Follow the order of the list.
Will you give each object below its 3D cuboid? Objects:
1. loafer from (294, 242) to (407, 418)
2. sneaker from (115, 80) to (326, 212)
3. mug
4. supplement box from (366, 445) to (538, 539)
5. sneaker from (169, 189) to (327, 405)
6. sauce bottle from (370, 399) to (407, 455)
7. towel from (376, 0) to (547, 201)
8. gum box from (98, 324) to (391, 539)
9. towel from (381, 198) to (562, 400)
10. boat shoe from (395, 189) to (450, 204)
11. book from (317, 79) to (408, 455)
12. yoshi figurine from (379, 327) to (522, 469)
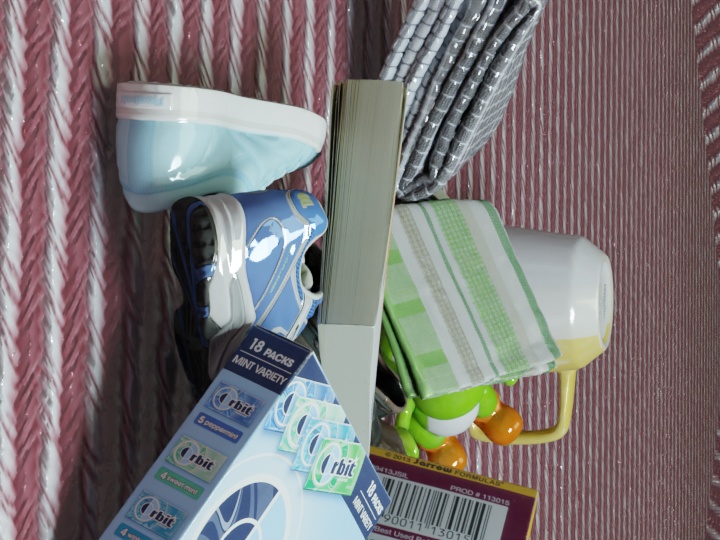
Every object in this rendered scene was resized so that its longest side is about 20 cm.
[{"bbox_3d":[-0.017,0.037,1.178,0.200,0.062,0.072,67,29,-50],"label":"loafer"},{"bbox_3d":[-0.082,-0.059,0.984,0.200,0.074,0.083,1,96,-63],"label":"sneaker"},{"bbox_3d":[0.144,0.041,1.535,0.150,0.152,0.187,-71,155,-46],"label":"mug"},{"bbox_3d":[0.032,0.227,1.141,0.103,0.130,0.201,-69,169,-48],"label":"supplement box"},{"bbox_3d":[-0.059,0.031,0.953,0.200,0.077,0.076,99,-30,-53],"label":"sneaker"},{"bbox_3d":[0.006,0.144,1.226,0.201,0.064,0.065,76,22,-51],"label":"sauce bottle"},{"bbox_3d":[0.082,-0.161,1.338,0.201,0.085,0.166,-64,171,24],"label":"towel"},{"bbox_3d":[-0.071,0.157,0.922,0.200,0.044,0.170,-55,148,-22],"label":"gum box"},{"bbox_3d":[0.067,0.019,1.299,0.200,0.031,0.150,-8,71,-54],"label":"towel"},{"bbox_3d":[0.081,0.017,1.404,0.200,0.075,0.062,57,40,-27],"label":"boat shoe"},{"bbox_3d":[0.000,0.000,1.063,0.134,0.048,0.201,91,2,-48],"label":"book"},{"bbox_3d":[0.071,0.104,1.389,0.200,0.111,0.113,58,43,-54],"label":"yoshi figurine"}]
